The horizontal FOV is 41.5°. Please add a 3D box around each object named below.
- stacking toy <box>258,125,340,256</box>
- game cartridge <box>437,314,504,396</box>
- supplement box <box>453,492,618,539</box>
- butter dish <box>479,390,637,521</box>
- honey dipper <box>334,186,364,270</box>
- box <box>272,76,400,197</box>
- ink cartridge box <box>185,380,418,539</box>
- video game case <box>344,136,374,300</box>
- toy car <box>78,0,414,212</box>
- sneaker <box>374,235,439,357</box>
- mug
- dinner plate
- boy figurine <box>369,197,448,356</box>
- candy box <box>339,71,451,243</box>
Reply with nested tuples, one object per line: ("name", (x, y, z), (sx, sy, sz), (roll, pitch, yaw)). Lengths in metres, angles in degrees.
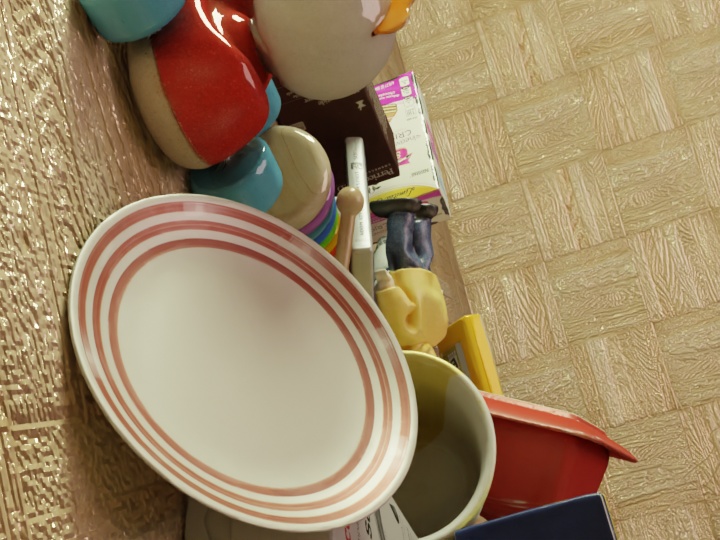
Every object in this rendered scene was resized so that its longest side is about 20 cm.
("stacking toy", (-0.047, -0.038, 0.791), (0.200, 0.083, 0.087), (61, 15, -68))
("game cartridge", (0.120, 0.181, 1.191), (0.176, 0.032, 0.204), (-41, -124, 54))
("supplement box", (0.148, 0.235, 0.714), (0.200, 0.107, 0.112), (40, 34, -70))
("butter dish", (0.160, 0.214, 0.968), (0.199, 0.196, 0.151), (30, 74, -58))
("honey dipper", (-0.021, 0.037, 0.715), (0.038, 0.037, 0.205), (37, 58, -73))
("box", (-0.034, -0.174, 0.998), (0.201, 0.098, 0.076), (60, 16, -50))
("ink cartridge box", (-0.021, 0.184, 0.546), (0.202, 0.083, 0.148), (64, 13, -45))
("video game case", (0.000, 0.000, 0.962), (0.184, 0.023, 0.203), (-95, -178, -50))
("toy car", (-0.047, -0.164, 0.618), (0.179, 0.196, 0.186), (-96, 166, -46))
("sneaker", (0.044, 0.058, 1.074), (0.081, 0.075, 0.203), (-108, -168, -52))
("mug", (0.045, 0.146, 0.786), (0.154, 0.146, 0.191), (63, 30, -63))
("dinner plate", (-0.056, 0.043, 0.485), (0.197, 0.024, 0.203), (24, 39, -21))
("boy figurine", (0.050, 0.034, 0.943), (0.123, 0.063, 0.205), (6, 82, -59))
("candy box", (0.026, -0.136, 1.162), (0.061, 0.134, 0.203), (57, 19, -52))
